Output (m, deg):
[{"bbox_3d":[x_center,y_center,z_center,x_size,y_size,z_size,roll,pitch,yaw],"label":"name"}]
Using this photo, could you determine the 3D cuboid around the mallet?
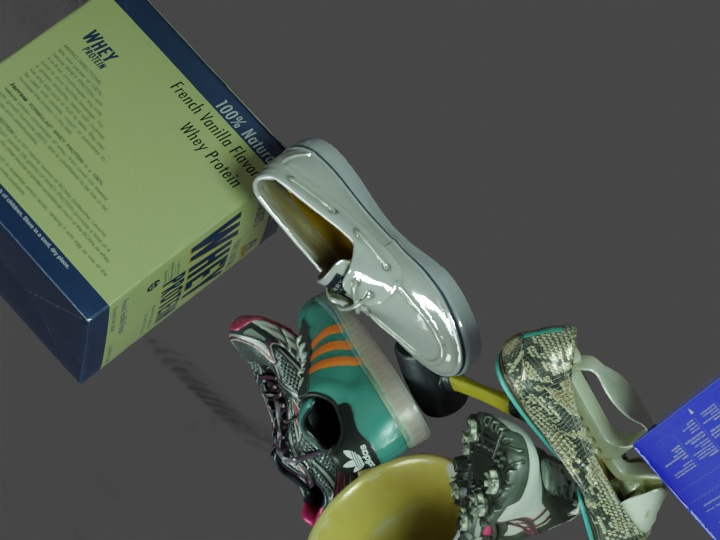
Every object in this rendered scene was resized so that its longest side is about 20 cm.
[{"bbox_3d":[0.105,0.100,1.636,0.200,0.041,0.066,27,149,39],"label":"mallet"}]

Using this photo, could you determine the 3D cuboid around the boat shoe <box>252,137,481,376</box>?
[{"bbox_3d":[0.000,0.000,1.613,0.200,0.070,0.071,52,138,3],"label":"boat shoe"}]

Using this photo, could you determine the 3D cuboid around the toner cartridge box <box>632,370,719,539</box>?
[{"bbox_3d":[0.234,0.101,1.366,0.095,0.043,0.200,48,159,5],"label":"toner cartridge box"}]

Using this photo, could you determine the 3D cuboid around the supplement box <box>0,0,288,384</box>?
[{"bbox_3d":[-0.190,-0.067,1.726,0.200,0.200,0.134,47,158,10],"label":"supplement box"}]

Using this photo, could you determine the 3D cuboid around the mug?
[{"bbox_3d":[0.061,0.236,1.849,0.149,0.187,0.153,-14,128,31],"label":"mug"}]

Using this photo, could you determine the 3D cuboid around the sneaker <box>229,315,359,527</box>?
[{"bbox_3d":[-0.050,0.123,1.923,0.200,0.075,0.081,59,157,-17],"label":"sneaker"}]

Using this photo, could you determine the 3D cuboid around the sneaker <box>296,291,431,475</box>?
[{"bbox_3d":[-0.020,0.083,1.743,0.071,0.080,0.200,63,174,-31],"label":"sneaker"}]

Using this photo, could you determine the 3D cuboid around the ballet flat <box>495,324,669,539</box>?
[{"bbox_3d":[0.159,0.118,1.515,0.075,0.068,0.200,-19,116,21],"label":"ballet flat"}]

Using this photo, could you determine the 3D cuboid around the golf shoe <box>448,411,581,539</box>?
[{"bbox_3d":[0.112,0.141,1.604,0.200,0.088,0.077,100,167,-75],"label":"golf shoe"}]
